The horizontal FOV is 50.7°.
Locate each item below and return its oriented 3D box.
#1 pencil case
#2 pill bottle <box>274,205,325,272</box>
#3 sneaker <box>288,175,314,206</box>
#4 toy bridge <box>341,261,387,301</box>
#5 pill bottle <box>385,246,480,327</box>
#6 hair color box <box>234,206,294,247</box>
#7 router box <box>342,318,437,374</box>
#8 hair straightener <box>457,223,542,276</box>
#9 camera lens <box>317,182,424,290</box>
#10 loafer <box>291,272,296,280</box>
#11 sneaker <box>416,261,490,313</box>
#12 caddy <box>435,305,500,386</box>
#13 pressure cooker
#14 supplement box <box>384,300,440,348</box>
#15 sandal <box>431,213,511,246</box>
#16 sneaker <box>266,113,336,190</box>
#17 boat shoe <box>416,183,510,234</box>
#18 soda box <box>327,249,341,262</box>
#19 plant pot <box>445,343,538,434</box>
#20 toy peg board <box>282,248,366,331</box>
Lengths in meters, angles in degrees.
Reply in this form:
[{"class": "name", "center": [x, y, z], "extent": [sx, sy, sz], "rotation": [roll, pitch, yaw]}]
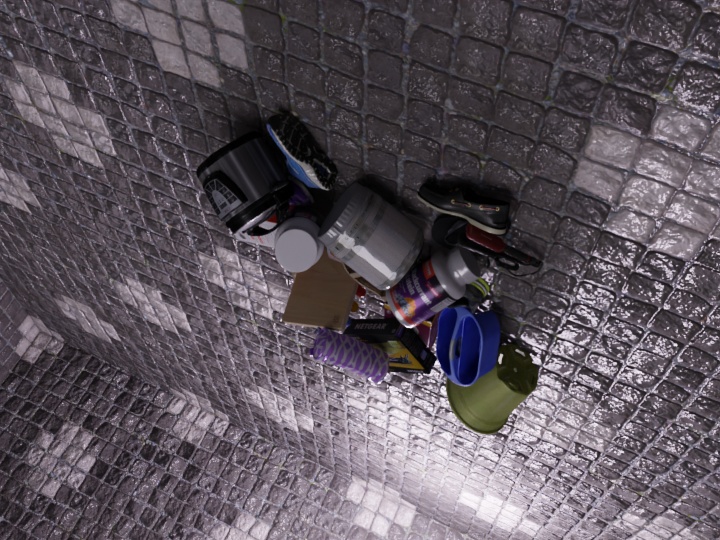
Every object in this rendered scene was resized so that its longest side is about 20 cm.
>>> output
[{"class": "pencil case", "center": [-0.026, 0.209, 1.835], "extent": [0.197, 0.085, 0.086], "rotation": [24, 127, -19]}, {"class": "pill bottle", "center": [-0.134, -0.072, 1.709], "extent": [0.115, 0.117, 0.200], "rotation": [32, -165, -8]}, {"class": "sneaker", "center": [-0.194, -0.166, 1.762], "extent": [0.196, 0.085, 0.081], "rotation": [8, 146, 32]}, {"class": "toy bridge", "center": [0.000, 0.000, 1.759], "extent": [0.066, 0.028, 0.200], "rotation": [-10, 132, 49]}, {"class": "pill bottle", "center": [0.160, 0.030, 1.657], "extent": [0.198, 0.113, 0.111], "rotation": [-35, 118, 25]}, {"class": "hair color box", "center": [-0.238, -0.117, 1.902], "extent": [0.196, 0.065, 0.112], "rotation": [13, 148, 26]}, {"class": "router box", "center": [0.072, 0.189, 1.900], "extent": [0.198, 0.053, 0.158], "rotation": [-5, 135, 49]}, {"class": "hair straightener", "center": [0.282, -0.034, 1.547], "extent": [0.196, 0.042, 0.077], "rotation": [18, 148, -18]}, {"class": "camera lens", "center": [0.027, -0.070, 1.632], "extent": [0.198, 0.162, 0.159], "rotation": [36, 151, -13]}, {"class": "loafer", "center": [-0.102, 0.053, 2.035], "extent": [0.200, 0.076, 0.068], "rotation": [43, 154, -22]}, {"class": "sneaker", "center": [0.192, 0.038, 1.736], "extent": [0.196, 0.082, 0.075], "rotation": [14, 149, 26]}, {"class": "caddy", "center": [0.245, 0.170, 1.788], "extent": [0.140, 0.104, 0.205], "rotation": [26, 124, 42]}, {"class": "pressure cooker", "center": [-0.236, -0.175, 1.641], "extent": [0.203, 0.176, 0.176], "rotation": [59, 180, -5]}, {"class": "supplement box", "center": [0.132, 0.115, 1.891], "extent": [0.128, 0.105, 0.202], "rotation": [20, 151, 14]}, {"class": "sandal", "center": [0.216, -0.084, 1.561], "extent": [0.076, 0.043, 0.198], "rotation": [44, 148, -26]}, {"class": "sneaker", "center": [-0.138, -0.240, 1.599], "extent": [0.088, 0.080, 0.201], "rotation": [-3, 138, 41]}, {"class": "boat shoe", "center": [0.200, -0.135, 1.480], "extent": [0.199, 0.073, 0.065], "rotation": [25, 118, 29]}, {"class": "soda box", "center": [0.020, -0.040, 1.781], "extent": [0.196, 0.069, 0.064], "rotation": [21, 150, 15]}, {"class": "plant pot", "center": [0.342, 0.281, 1.902], "extent": [0.198, 0.202, 0.185], "rotation": [32, 140, -7]}, {"class": "toy peg board", "center": [-0.069, 0.058, 1.907], "extent": [0.197, 0.204, 0.097], "rotation": [3, 159, 39]}]
